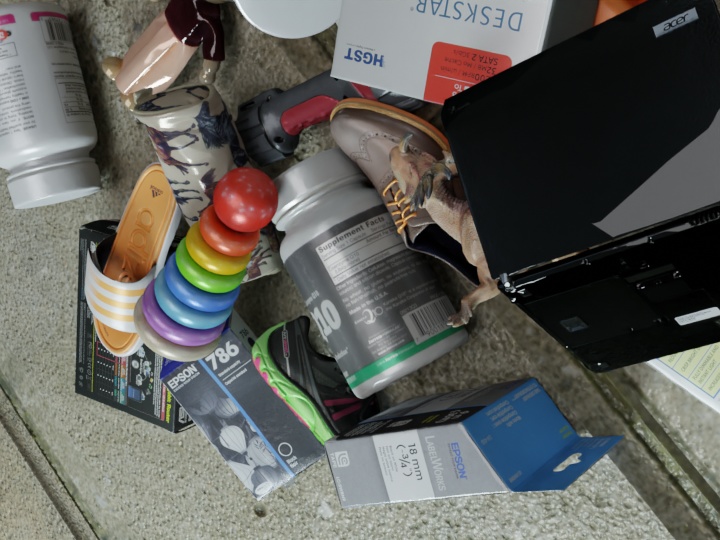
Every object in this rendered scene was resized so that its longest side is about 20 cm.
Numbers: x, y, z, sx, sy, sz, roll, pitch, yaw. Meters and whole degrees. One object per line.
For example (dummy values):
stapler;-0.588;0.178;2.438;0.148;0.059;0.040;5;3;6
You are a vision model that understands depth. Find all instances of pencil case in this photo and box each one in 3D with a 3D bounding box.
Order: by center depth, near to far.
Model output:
pencil case;-0.141;-0.080;0.898;0.089;0.078;0.200;-1;124;30

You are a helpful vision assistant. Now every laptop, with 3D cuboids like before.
laptop;0.172;-0.041;0.587;0.177;0.200;0.103;-21;46;36

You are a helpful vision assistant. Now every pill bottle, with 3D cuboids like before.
pill bottle;-0.069;-0.274;0.773;0.114;0.114;0.200;-55;33;29
pill bottle;0.000;0.000;0.844;0.113;0.113;0.200;-33;81;33
pill bottle;-0.348;-0.173;1.032;0.113;0.113;0.200;-12;94;34

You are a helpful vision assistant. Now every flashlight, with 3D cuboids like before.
flashlight;-0.027;-0.144;0.862;0.200;0.068;0.068;-19;133;37

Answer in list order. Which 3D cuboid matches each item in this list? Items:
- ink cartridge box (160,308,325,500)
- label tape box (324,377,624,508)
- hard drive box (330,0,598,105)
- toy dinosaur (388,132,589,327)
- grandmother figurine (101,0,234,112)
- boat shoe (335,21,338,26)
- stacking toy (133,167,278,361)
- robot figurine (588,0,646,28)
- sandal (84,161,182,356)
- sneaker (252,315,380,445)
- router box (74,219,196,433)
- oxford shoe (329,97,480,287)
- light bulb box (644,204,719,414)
ink cartridge box;-0.122;0.122;0.954;0.099;0.039;0.200;-37;94;19
label tape box;0.094;0.138;0.794;0.200;0.144;0.063;-15;90;34
hard drive box;0.077;-0.211;0.632;0.156;0.077;0.200;19;110;29
toy dinosaur;0.113;-0.044;0.697;0.200;0.086;0.136;-8;115;23
grandmother figurine;-0.173;-0.236;0.939;0.200;0.061;0.121;-40;87;35
boat shoe;0.047;-0.233;0.747;0.200;0.072;0.065;-14;119;47
stacking toy;-0.129;-0.009;0.845;0.085;0.085;0.200;48;130;15
robot figurine;0.155;-0.152;0.709;0.200;0.144;0.117;-48;43;31
sandal;-0.236;-0.012;0.950;0.079;0.059;0.207;28;108;25
sneaker;-0.013;0.123;0.896;0.084;0.077;0.200;-43;94;-7
router box;-0.230;0.056;1.035;0.150;0.062;0.200;16;109;29
oxford shoe;0.047;-0.066;0.792;0.200;0.073;0.071;38;142;5
light bulb box;0.303;0.005;0.640;0.200;0.125;0.198;37;119;22
